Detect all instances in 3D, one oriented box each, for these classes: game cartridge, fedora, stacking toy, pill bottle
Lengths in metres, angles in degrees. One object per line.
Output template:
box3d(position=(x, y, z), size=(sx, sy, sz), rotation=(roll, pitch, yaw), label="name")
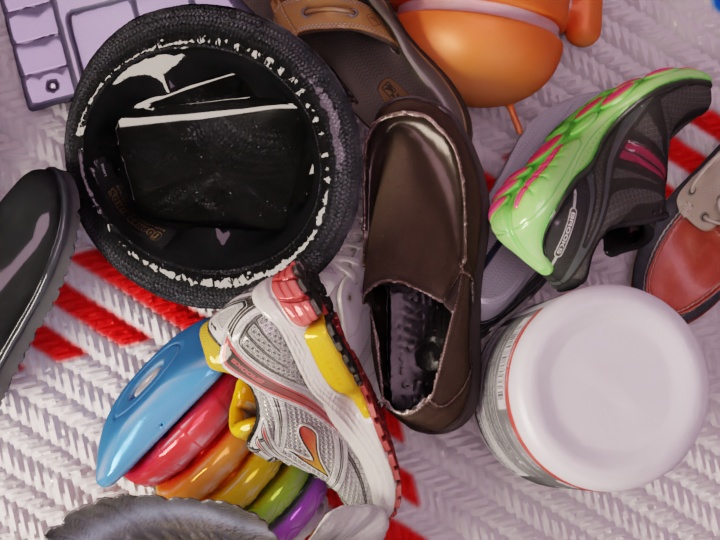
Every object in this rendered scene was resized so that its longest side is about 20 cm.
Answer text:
box3d(position=(-0.132, -0.189, 1.283), size=(0.198, 0.038, 0.131), rotation=(-16, 91, -7), label="game cartridge")
box3d(position=(-0.079, -0.072, 1.231), size=(0.199, 0.092, 0.202), rotation=(4, 99, 22), label="fedora")
box3d(position=(-0.059, 0.132, 1.238), size=(0.200, 0.110, 0.116), rotation=(43, 98, -12), label="stacking toy")
box3d(position=(0.129, 0.073, 1.204), size=(0.115, 0.200, 0.117), rotation=(0, 85, -6), label="pill bottle")

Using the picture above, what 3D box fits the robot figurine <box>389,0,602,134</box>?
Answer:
box3d(position=(0.076, -0.191, 1.263), size=(0.116, 0.143, 0.202), rotation=(4, 84, 33), label="robot figurine")

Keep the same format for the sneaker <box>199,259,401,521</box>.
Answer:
box3d(position=(-0.033, 0.079, 1.168), size=(0.082, 0.078, 0.201), rotation=(-23, 129, 3), label="sneaker")

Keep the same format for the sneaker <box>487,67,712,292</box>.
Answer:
box3d(position=(0.154, -0.057, 1.227), size=(0.200, 0.077, 0.084), rotation=(-42, 103, -33), label="sneaker")

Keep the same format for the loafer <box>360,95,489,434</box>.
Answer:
box3d(position=(0.036, -0.003, 1.175), size=(0.072, 0.071, 0.202), rotation=(-7, 89, 19), label="loafer")

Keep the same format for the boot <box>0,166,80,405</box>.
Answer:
box3d(position=(-0.278, -0.005, 1.172), size=(0.199, 0.066, 0.166), rotation=(18, 99, -36), label="boot")

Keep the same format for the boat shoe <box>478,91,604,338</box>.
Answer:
box3d(position=(0.108, -0.036, 1.279), size=(0.072, 0.071, 0.200), rotation=(39, 63, 11), label="boat shoe")

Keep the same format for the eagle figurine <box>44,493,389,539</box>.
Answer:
box3d(position=(-0.086, 0.201, 1.168), size=(0.199, 0.151, 0.153), rotation=(13, 105, 21), label="eagle figurine")

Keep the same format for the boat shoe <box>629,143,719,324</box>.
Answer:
box3d(position=(0.247, -0.046, 1.296), size=(0.071, 0.063, 0.200), rotation=(41, 84, -3), label="boat shoe")

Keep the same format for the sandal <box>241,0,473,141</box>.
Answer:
box3d(position=(-0.014, -0.133, 1.223), size=(0.200, 0.082, 0.054), rotation=(52, 41, 7), label="sandal")

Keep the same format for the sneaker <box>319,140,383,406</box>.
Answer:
box3d(position=(0.000, 0.000, 1.244), size=(0.074, 0.100, 0.202), rotation=(11, 82, 27), label="sneaker")
